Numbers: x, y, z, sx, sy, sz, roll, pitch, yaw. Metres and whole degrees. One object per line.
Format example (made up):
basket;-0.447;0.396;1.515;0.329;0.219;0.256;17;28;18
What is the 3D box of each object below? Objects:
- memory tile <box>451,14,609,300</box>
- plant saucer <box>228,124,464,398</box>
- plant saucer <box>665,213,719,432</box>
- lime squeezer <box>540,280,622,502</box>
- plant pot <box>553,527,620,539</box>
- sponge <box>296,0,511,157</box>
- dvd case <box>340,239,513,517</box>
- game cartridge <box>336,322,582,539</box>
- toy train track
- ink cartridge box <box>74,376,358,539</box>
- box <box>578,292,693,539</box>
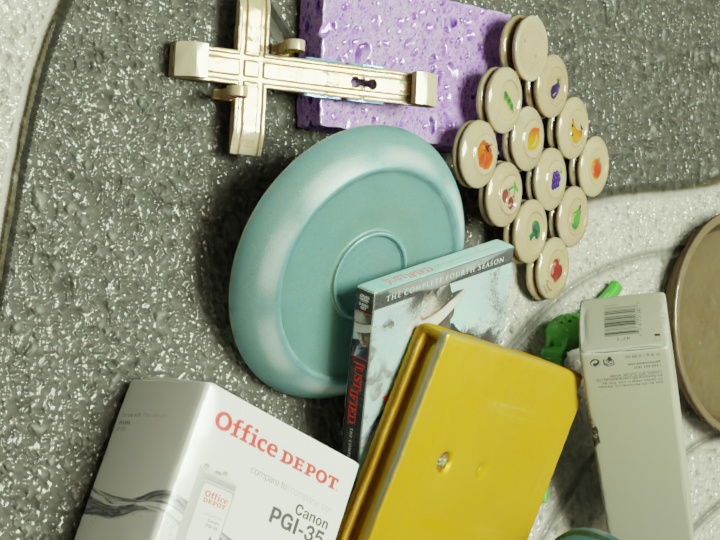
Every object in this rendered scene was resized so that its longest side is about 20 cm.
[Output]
memory tile;0.136;-0.085;1.396;0.200;0.017;0.153;52;54;-45
plant saucer;0.000;0.000;1.236;0.200;0.027;0.200;-20;123;-33
plant saucer;0.327;0.046;1.595;0.200;0.029;0.200;2;88;-44
lime squeezer;0.160;0.080;1.438;0.071;0.038;0.200;68;39;-60
plant pot;0.116;0.309;1.284;0.188;0.200;0.200;-19;101;-27
sponge;0.037;-0.147;1.325;0.200;0.030;0.112;5;85;-43
dvd case;0.044;0.087;1.280;0.146;0.022;0.200;-17;121;-43
game cartridge;0.075;0.138;1.300;0.200;0.032;0.176;20;92;-53
toy train track;-0.031;-0.132;1.225;0.200;0.033;0.115;4;87;-29
ink cartridge box;-0.102;0.184;1.142;0.146;0.083;0.200;33;67;-38
box;0.215;0.121;1.407;0.082;0.068;0.200;-77;159;-59
